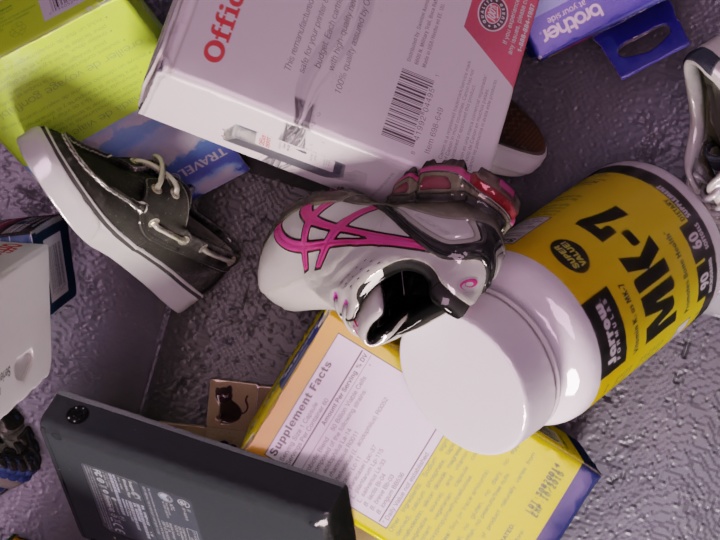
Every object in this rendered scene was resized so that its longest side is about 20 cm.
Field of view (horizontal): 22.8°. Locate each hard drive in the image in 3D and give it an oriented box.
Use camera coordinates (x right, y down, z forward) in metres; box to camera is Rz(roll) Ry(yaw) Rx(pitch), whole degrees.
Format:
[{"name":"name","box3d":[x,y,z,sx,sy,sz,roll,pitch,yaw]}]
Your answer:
[{"name":"hard drive","box3d":[-0.097,0.154,1.127,0.199,0.140,0.033,16,53,19]}]

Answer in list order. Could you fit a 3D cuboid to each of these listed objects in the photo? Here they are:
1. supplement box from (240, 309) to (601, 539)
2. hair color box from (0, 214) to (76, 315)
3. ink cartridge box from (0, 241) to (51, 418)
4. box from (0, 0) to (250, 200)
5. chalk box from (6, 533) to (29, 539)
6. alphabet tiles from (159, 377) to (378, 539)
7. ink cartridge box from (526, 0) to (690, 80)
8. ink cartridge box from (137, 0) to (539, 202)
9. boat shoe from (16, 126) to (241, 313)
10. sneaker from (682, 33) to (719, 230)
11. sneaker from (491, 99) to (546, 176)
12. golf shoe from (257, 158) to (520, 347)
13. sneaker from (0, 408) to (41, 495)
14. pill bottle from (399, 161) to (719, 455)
[{"name":"supplement box","box3d":[0.037,0.114,1.141,0.200,0.110,0.109,32,94,-3]},{"name":"hair color box","box3d":[-0.295,0.006,1.156,0.199,0.100,0.061,-6,98,4]},{"name":"ink cartridge box","box3d":[-0.292,0.028,1.034,0.199,0.145,0.084,4,100,3]},{"name":"box","box3d":[-0.162,-0.102,1.112,0.122,0.200,0.048,-26,57,6]},{"name":"chalk box","box3d":[-0.210,0.296,1.172,0.124,0.124,0.201,13,98,5]},{"name":"alphabet tiles","box3d":[-0.061,0.177,1.211,0.166,0.006,0.201,6,97,3]},{"name":"ink cartridge box","box3d":[0.140,-0.221,1.118,0.136,0.076,0.201,-27,96,6]},{"name":"ink cartridge box","box3d":[-0.013,-0.130,1.044,0.199,0.085,0.146,21,71,-11]},{"name":"boat shoe","box3d":[-0.140,-0.043,1.110,0.064,0.200,0.071,-36,57,6]},{"name":"sneaker","box3d":[0.238,-0.055,1.116,0.071,0.073,0.201,-21,109,-19]},{"name":"sneaker","box3d":[0.019,-0.096,1.153,0.199,0.073,0.085,21,128,-5]},{"name":"golf shoe","box3d":[0.000,0.000,1.015,0.073,0.200,0.092,37,59,-27]},{"name":"sneaker","box3d":[-0.300,0.123,1.140,0.085,0.200,0.077,-42,52,20]},{"name":"pill bottle","box3d":[0.122,0.022,1.077,0.114,0.200,0.115,26,133,32]}]
